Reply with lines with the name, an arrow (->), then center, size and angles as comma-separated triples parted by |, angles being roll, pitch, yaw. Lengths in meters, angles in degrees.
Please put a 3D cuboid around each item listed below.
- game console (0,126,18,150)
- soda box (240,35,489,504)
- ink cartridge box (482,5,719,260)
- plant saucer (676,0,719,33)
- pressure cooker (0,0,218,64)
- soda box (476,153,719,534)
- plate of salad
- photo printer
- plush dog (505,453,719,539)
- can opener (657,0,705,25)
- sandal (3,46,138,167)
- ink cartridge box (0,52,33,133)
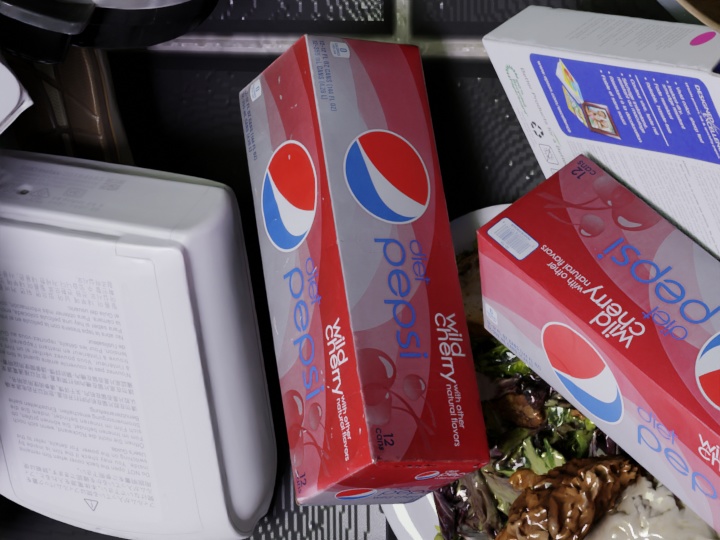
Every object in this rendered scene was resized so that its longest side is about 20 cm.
game console -> -0.234, -0.017, 1.362 | 0.199, 0.031, 0.178 | 7, 101, 37
soda box -> 0.000, 0.000, 1.111 | 0.070, 0.063, 0.202 | -33, 61, 52
ink cartridge box -> 0.127, -0.053, 0.992 | 0.200, 0.037, 0.095 | 22, 143, 62
plant saucer -> 0.160, -0.178, 0.936 | 0.035, 0.199, 0.202 | -2, 95, 64
pressure cooker -> -0.126, -0.202, 1.153 | 0.179, 0.175, 0.201 | 44, 133, 26
soda box -> 0.134, 0.043, 0.991 | 0.200, 0.063, 0.070 | 42, 156, 32
plate of salad -> 0.072, 0.071, 1.117 | 0.199, 0.048, 0.202 | 6, 99, 37
photo printer -> -0.126, 0.045, 1.214 | 0.165, 0.070, 0.201 | 8, 126, 24
plush dog -> 0.130, 0.163, 1.037 | 0.199, 0.160, 0.173 | 17, 96, -8
can opener -> 0.156, -0.095, 0.988 | 0.200, 0.067, 0.053 | 44, 129, -2
sandal -> -0.138, -0.037, 1.263 | 0.080, 0.054, 0.202 | 6, 108, 30
ink cartridge box -> -0.240, -0.116, 1.158 | 0.084, 0.200, 0.145 | -45, 108, -1
